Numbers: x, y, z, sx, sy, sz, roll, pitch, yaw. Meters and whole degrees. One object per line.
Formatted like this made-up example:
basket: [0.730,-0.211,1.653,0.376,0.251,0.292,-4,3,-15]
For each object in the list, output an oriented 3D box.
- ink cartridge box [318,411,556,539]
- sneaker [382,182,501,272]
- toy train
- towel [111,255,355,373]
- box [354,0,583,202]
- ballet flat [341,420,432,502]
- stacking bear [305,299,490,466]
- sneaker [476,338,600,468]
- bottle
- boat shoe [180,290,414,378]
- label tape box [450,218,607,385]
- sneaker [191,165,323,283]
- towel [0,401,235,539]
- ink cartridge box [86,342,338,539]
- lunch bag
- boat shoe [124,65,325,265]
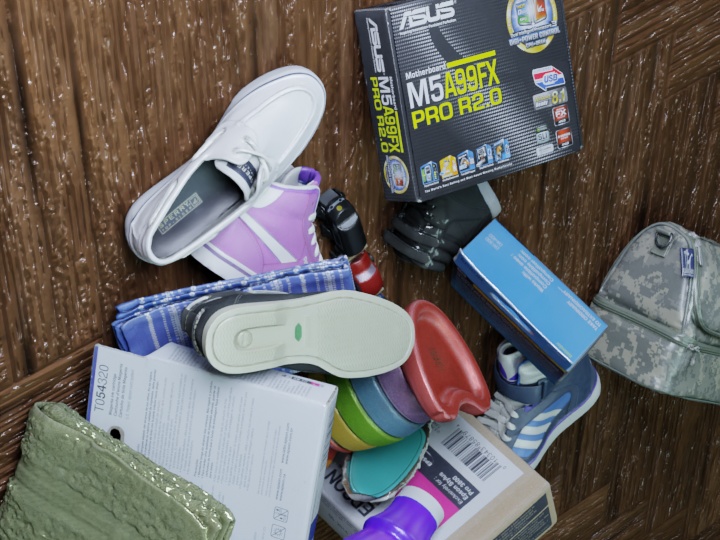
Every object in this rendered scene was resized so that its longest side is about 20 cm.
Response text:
ink cartridge box: [0.062,0.213,1.874,0.164,0.200,0.075,-38,144,-18]
sneaker: [0.057,-0.060,1.722,0.099,0.071,0.200,-52,150,-5]
toy train: [0.000,0.000,1.738,0.034,0.046,0.201,-39,145,-14]
towel: [-0.097,0.055,1.618,0.198,0.024,0.145,-12,144,-2]
box: [0.094,-0.157,1.634,0.199,0.044,0.162,-18,105,-37]
ballet flat: [0.037,0.142,1.849,0.201,0.071,0.072,-63,153,-29]
stacking bear: [-0.004,0.117,1.755,0.199,0.114,0.121,-28,169,25]
sneaker: [0.150,0.134,2.018,0.200,0.081,0.147,-42,135,-2]
bottle: [0.003,0.278,1.740,0.084,0.065,0.200,48,58,-15]
boat shoe: [-0.047,0.045,1.568,0.199,0.067,0.072,2,99,-31]
label tape box: [0.153,0.027,1.785,0.066,0.143,0.200,-45,173,-6]
sneaker: [-0.050,-0.022,1.641,0.115,0.073,0.200,-54,146,1]
towel: [-0.200,0.206,1.586,0.036,0.199,0.149,-36,152,-62]
ink cartridge box: [-0.128,0.162,1.602,0.043,0.198,0.198,-53,156,-63]
lunch bag: [0.343,0.043,2.094,0.199,0.139,0.169,15,98,-52]
boat shoe: [-0.096,-0.076,1.521,0.200,0.065,0.074,-48,114,-4]
